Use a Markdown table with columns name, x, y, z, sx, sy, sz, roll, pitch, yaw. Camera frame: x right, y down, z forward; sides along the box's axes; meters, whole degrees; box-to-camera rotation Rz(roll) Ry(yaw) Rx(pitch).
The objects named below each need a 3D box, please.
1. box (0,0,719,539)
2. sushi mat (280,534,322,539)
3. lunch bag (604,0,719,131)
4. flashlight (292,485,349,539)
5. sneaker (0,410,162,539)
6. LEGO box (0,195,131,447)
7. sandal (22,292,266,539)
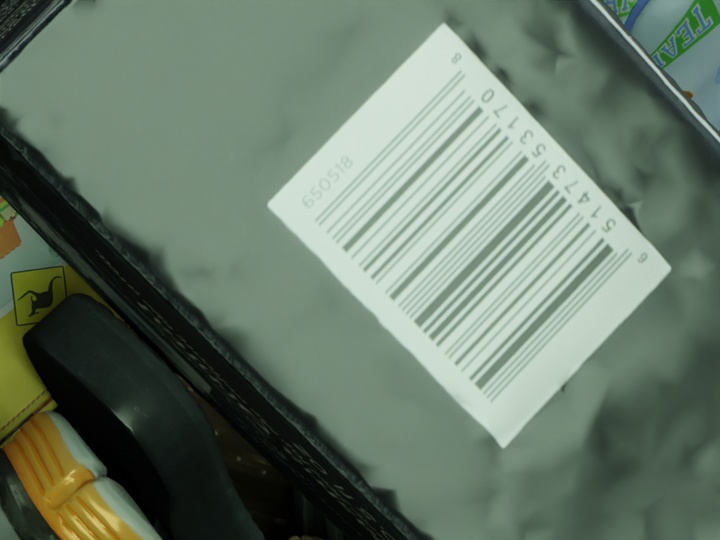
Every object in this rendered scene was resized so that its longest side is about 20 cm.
| name | x | y | z | sx | sy | sz | roll | pitch | yaw |
| --- | --- | --- | --- | --- | --- | --- | --- | --- | --- |
| box | -0.001 | -0.015 | 0.611 | 0.117 | 0.200 | 0.197 | -46 | 103 | -6 |
| sushi mat | 0.050 | 0.155 | 0.768 | 0.012 | 0.096 | 0.200 | -52 | 128 | -32 |
| lunch bag | 0.112 | -0.087 | 0.761 | 0.200 | 0.076 | 0.160 | -36 | 149 | -26 |
| flashlight | 0.000 | 0.000 | 0.779 | 0.068 | 0.068 | 0.200 | 1 | 100 | 11 |
| sneaker | -0.103 | 0.099 | 0.683 | 0.077 | 0.200 | 0.078 | -39 | 77 | -18 |
| LEGO box | -0.144 | -0.018 | 0.714 | 0.200 | 0.077 | 0.149 | -41 | 107 | -12 |
| sandal | -0.064 | 0.072 | 0.714 | 0.043 | 0.076 | 0.200 | -44 | 149 | -14 |
